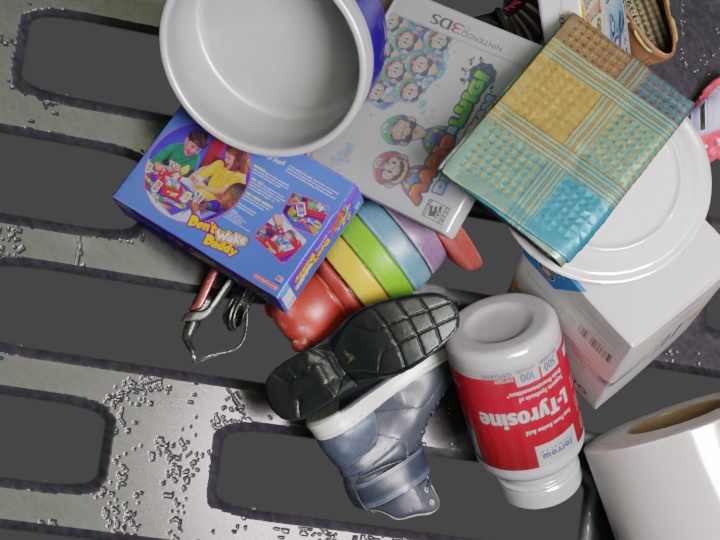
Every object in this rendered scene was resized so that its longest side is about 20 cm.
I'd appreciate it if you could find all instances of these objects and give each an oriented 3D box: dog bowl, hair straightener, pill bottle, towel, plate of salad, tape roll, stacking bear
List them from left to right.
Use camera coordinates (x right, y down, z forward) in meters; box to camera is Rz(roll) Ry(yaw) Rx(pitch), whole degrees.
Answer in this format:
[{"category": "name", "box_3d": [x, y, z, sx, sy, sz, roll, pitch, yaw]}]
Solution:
[{"category": "hair straightener", "box_3d": [-0.113, 0.005, 1.529, 0.077, 0.041, 0.200, 26, 78, -10]}, {"category": "dog bowl", "box_3d": [-0.079, -0.209, 1.422, 0.200, 0.200, 0.079, 41, 34, -7]}, {"category": "stacking bear", "box_3d": [0.000, 0.000, 1.525, 0.200, 0.114, 0.121, -39, 61, -3]}, {"category": "pill bottle", "box_3d": [0.156, 0.131, 1.518, 0.112, 0.112, 0.200, -27, 121, -15]}, {"category": "towel", "box_3d": [0.186, -0.119, 1.399, 0.147, 0.022, 0.200, 39, 78, 6]}, {"category": "plate of salad", "box_3d": [0.221, -0.083, 1.427, 0.200, 0.048, 0.200, 0, 78, -1]}, {"category": "tape roll", "box_3d": [0.338, 0.209, 1.541, 0.203, 0.203, 0.139, -20, 89, -15]}]

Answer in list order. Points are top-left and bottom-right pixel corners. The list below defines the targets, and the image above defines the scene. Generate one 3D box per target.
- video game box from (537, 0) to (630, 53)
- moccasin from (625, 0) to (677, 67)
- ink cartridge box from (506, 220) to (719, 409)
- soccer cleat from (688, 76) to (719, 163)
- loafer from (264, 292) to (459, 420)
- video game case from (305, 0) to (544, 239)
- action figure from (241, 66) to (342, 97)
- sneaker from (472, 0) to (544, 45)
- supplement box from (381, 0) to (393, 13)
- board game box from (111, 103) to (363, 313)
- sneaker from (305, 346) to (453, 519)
[{"category": "video game box", "box_3d": [0.227, -0.224, 1.540, 0.047, 0.200, 0.182, -4, 113, 23]}, {"category": "moccasin", "box_3d": [0.283, -0.313, 1.642, 0.074, 0.078, 0.201, -14, 88, -15]}, {"category": "ink cartridge box", "box_3d": [0.249, 0.014, 1.523, 0.145, 0.200, 0.147, -37, 75, -16]}, {"category": "soccer cleat", "box_3d": [0.376, -0.162, 1.667, 0.200, 0.067, 0.076, -33, 62, -9]}, {"category": "loafer", "box_3d": [0.003, 0.077, 1.486, 0.200, 0.072, 0.073, -25, 86, 8]}, {"category": "video game case", "box_3d": [0.062, -0.153, 1.481, 0.182, 0.024, 0.200, 28, 88, 30]}, {"category": "action figure", "box_3d": [-0.059, -0.254, 1.526, 0.149, 0.134, 0.200, -15, 62, -39]}, {"category": "sneaker", "box_3d": [0.148, -0.242, 1.566, 0.087, 0.074, 0.200, 35, 47, -23]}, {"category": "supplement box", "box_3d": [0.057, -0.180, 1.580, 0.200, 0.061, 0.109, 41, 78, -8]}, {"category": "board game box", "box_3d": [-0.117, -0.068, 1.490, 0.200, 0.045, 0.134, 31, 77, 18]}, {"category": "sneaker", "box_3d": [0.057, 0.158, 1.544, 0.202, 0.077, 0.146, -33, 102, -23]}]
